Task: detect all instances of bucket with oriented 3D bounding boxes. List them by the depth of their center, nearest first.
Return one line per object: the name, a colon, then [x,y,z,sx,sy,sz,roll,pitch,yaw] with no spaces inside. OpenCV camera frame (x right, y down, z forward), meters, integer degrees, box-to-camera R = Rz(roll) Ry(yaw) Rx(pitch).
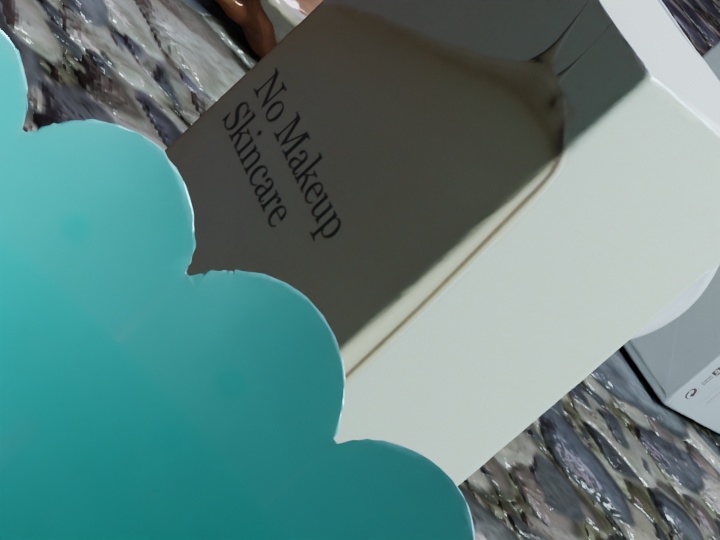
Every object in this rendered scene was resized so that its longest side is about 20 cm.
bucket: [-0.076,0.065,0.413,0.207,0.135,0.207,43,16,-15]

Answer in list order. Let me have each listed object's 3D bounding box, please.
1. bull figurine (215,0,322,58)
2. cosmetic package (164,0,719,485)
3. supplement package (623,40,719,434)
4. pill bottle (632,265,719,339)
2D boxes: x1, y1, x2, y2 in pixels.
bull figurine: [-0.035,-0.139,1.132,0.121,0.065,0.200,41,16,-33]
cosmetic package: [0.000,0.000,0.650,0.073,0.200,0.104,31,22,-43]
supplement package: [0.240,-0.016,1.343,0.200,0.191,0.147,27,26,-53]
pill bottle: [0.101,-0.062,1.230,0.113,0.113,0.200,40,18,-27]
